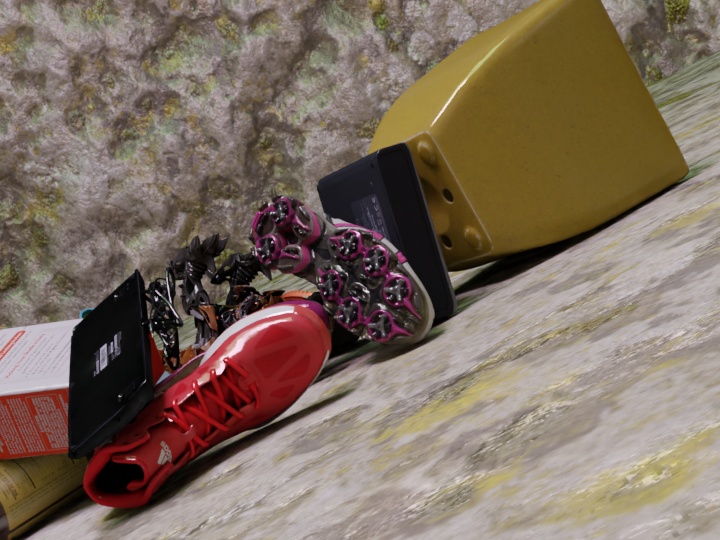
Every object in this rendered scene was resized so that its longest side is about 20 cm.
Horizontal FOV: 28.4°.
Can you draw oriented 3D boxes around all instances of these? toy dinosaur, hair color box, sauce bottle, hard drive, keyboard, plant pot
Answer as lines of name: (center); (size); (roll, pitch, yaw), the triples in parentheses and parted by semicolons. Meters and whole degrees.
toy dinosaur: (-0.114, 0.046, 1.218); (0.198, 0.137, 0.102); (-13, -14, 12)
hair color box: (-0.269, 0.095, 1.129); (0.197, 0.065, 0.111); (-7, 27, 19)
sauce bottle: (-0.246, 0.159, 1.152); (0.064, 0.065, 0.199); (-23, 5, 41)
hard drive: (0.017, -0.024, 1.205); (0.033, 0.141, 0.200); (-18, 2, -16)
keyboard: (-0.164, 0.065, 1.025); (0.104, 0.040, 0.200); (-41, 25, 9)
plant pot: (0.124, -0.102, 1.243); (0.199, 0.196, 0.195); (-35, 8, -30)

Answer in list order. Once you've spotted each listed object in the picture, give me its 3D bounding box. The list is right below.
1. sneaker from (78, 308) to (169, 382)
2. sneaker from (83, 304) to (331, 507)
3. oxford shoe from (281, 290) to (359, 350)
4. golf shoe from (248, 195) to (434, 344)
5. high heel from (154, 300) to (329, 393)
sneaker: (-0.274, 0.112, 1.417); (0.198, 0.132, 0.079); (-25, 5, 25)
sneaker: (-0.107, 0.107, 0.987); (0.199, 0.079, 0.116); (-38, 10, 15)
oxford shoe: (-0.071, 0.070, 1.273); (0.199, 0.071, 0.073); (-14, 44, 46)
golf shoe: (0.000, 0.000, 1.129); (0.092, 0.200, 0.073); (18, -76, -45)
high heel: (-0.115, 0.088, 1.133); (0.199, 0.068, 0.096); (-28, -2, 23)
